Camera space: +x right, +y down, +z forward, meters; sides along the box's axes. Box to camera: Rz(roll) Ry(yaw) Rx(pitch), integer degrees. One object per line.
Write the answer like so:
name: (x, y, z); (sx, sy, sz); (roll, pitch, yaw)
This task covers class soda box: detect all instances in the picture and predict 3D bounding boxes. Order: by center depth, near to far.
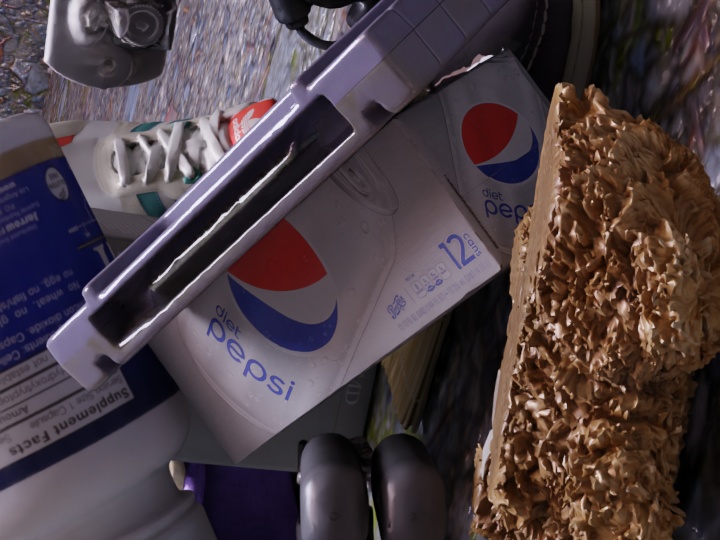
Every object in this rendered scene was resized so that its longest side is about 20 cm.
soda box: (0.000, 0.000, 0.755); (0.068, 0.064, 0.200); (-35, -2, -39)

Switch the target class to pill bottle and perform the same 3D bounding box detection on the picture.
pill bottle: (-0.139, 0.049, 0.829); (0.201, 0.119, 0.120); (64, 166, -4)

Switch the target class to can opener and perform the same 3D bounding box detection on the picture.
can opener: (0.003, 0.096, 0.759); (0.200, 0.053, 0.068); (-151, 61, -89)
can opener: (-0.097, -0.172, 0.844); (0.067, 0.053, 0.201); (-113, 31, -60)

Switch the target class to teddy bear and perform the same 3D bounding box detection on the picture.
teddy bear: (0.073, 0.042, 0.612); (0.145, 0.066, 0.202); (-89, 7, -68)

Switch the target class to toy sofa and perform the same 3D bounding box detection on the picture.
toy sofa: (-0.072, 0.107, 1.083); (0.200, 0.082, 0.098); (-106, 27, -62)

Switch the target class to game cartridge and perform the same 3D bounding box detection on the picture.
game cartridge: (-0.023, -0.045, 0.718); (0.200, 0.038, 0.130); (-41, 9, 39)

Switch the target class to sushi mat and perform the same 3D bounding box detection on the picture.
sushi mat: (0.039, -0.037, 0.880); (0.096, 0.012, 0.201); (-107, 29, -61)

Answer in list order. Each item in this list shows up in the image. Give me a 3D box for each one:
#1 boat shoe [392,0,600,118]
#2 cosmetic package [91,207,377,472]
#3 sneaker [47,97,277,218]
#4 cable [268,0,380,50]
boat shoe: (0.027, -0.051, 0.797); (0.200, 0.064, 0.072); (126, 143, -47)
cosmetic package: (-0.093, 0.031, 0.968); (0.090, 0.198, 0.108); (-149, 68, -66)
sneaker: (-0.081, -0.058, 1.015); (0.093, 0.198, 0.071); (129, 139, -51)
cable: (-0.021, -0.210, 0.978); (0.050, 0.164, 0.201); (-15, 35, 33)
